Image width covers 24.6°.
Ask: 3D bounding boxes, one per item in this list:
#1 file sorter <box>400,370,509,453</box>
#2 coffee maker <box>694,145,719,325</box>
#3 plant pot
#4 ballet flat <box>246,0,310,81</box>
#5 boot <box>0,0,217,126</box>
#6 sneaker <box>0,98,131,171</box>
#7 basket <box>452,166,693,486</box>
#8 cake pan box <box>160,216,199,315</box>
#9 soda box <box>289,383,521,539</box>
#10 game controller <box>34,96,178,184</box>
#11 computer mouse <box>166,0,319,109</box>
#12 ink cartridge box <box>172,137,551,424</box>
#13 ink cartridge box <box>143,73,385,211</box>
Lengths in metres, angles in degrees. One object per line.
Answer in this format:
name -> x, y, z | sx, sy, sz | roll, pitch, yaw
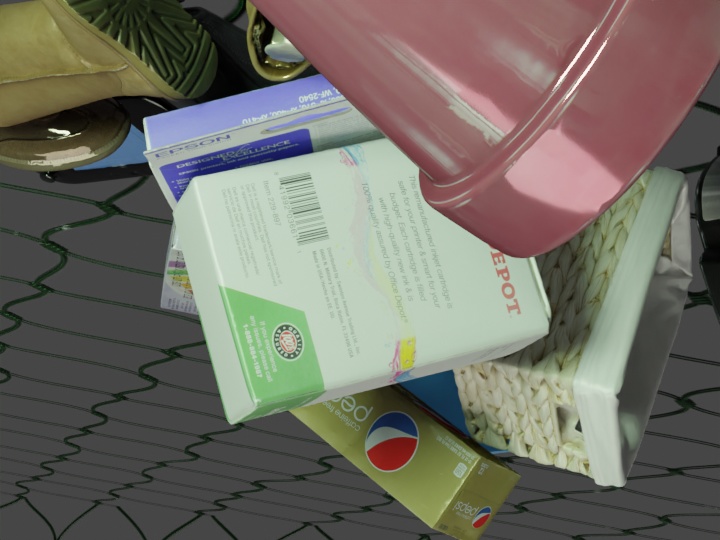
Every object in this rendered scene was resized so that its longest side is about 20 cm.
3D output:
file sorter -> 0.096, 0.090, 1.393 | 0.200, 0.139, 0.123 | -5, 169, -8
coffee maker -> 0.322, 0.001, 1.030 | 0.135, 0.192, 0.200 | 2, 173, -37
plant pot -> 0.053, -0.134, 0.774 | 0.179, 0.200, 0.200 | 31, 158, -14
ballet flat -> -0.024, -0.159, 0.922 | 0.069, 0.063, 0.200 | 15, 163, -8
boot -> -0.208, -0.152, 1.005 | 0.200, 0.066, 0.175 | 0, 141, 39
sneaker -> -0.261, -0.124, 1.152 | 0.200, 0.070, 0.076 | 10, 147, 12
basket -> 0.155, 0.032, 1.187 | 0.123, 0.200, 0.136 | 11, 146, 20
cake pan box -> -0.053, 0.001, 1.229 | 0.184, 0.052, 0.200 | 9, 164, -8
soda box -> 0.020, 0.119, 1.234 | 0.200, 0.064, 0.068 | 35, -178, 37
game controller -> -0.197, -0.103, 1.249 | 0.200, 0.042, 0.104 | -4, 158, 38
computer mouse -> -0.107, -0.128, 1.092 | 0.200, 0.053, 0.138 | 21, 159, -32
ink cartridge box -> 0.000, 0.000, 1.033 | 0.200, 0.145, 0.088 | -14, 170, -18
ink cartridge box -> -0.033, -0.089, 1.038 | 0.198, 0.043, 0.200 | -15, 170, -2
